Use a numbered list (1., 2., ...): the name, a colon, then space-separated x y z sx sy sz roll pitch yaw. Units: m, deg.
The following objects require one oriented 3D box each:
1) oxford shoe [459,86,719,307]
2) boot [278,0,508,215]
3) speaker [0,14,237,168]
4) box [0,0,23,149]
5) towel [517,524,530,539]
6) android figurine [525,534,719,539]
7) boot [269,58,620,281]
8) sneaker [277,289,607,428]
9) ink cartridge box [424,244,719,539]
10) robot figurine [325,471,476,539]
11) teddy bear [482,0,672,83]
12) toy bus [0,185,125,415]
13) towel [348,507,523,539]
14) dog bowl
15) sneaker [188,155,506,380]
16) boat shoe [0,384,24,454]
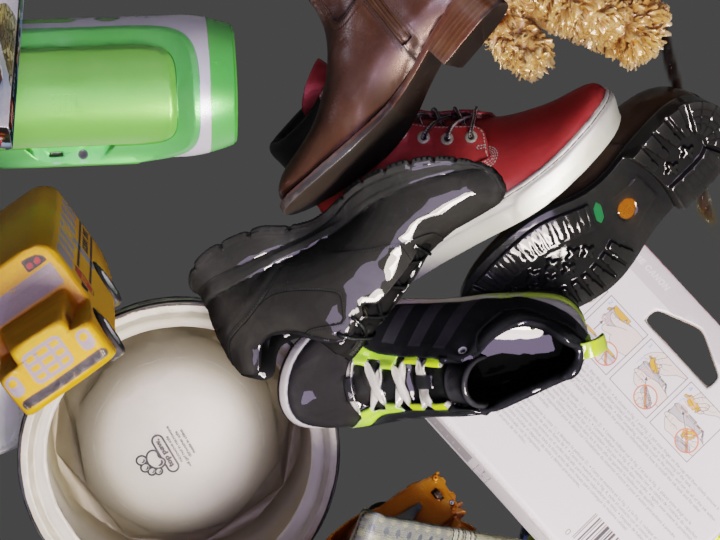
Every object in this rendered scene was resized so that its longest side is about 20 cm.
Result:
1. oxford shoe: 0.139 -0.038 1.295 0.200 0.084 0.073 -39 119 0
2. boot: -0.039 -0.161 1.224 0.186 0.064 0.200 -46 77 5
3. speaker: -0.174 -0.108 1.237 0.198 0.088 0.089 -2 104 -7
4. box: -0.260 -0.173 1.183 0.135 0.038 0.202 3 73 -6
5. towel: 0.209 0.174 1.385 0.198 0.024 0.146 15 100 -10
6. android figurine: 0.189 0.213 1.364 0.182 0.041 0.200 38 93 -11
7. boot: 0.046 -0.089 1.258 0.199 0.073 0.145 -31 104 21
8. sneaker: 0.046 0.053 1.229 0.198 0.083 0.072 -14 104 1
9. ink cartridge box: 0.159 0.092 1.315 0.176 0.045 0.200 -41 85 -13
10. robot figurine: -0.024 0.208 1.294 0.199 0.145 0.058 -35 76 -17
11. teddy bear: 0.106 -0.189 1.261 0.199 0.067 0.146 28 97 -13
12. toy bus: -0.186 0.014 1.205 0.065 0.200 0.079 -33 106 2
13. towel: 0.027 0.245 1.256 0.199 0.034 0.194 21 88 -49
14. dog bowl: -0.114 0.107 1.303 0.198 0.074 0.202 -2 105 -7
15. sneaker: 0.000 0.000 1.211 0.199 0.076 0.091 -26 73 16
16. boat shoe: -0.261 0.031 1.268 0.074 0.068 0.201 -27 106 0
